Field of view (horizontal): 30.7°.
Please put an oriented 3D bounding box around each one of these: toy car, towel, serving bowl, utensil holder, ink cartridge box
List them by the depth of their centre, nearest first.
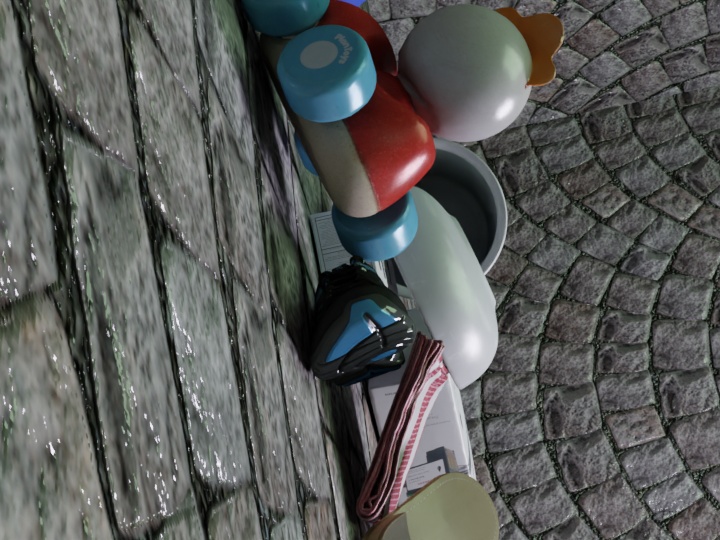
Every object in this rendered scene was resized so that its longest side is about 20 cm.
[{"bbox_3d":[0.043,-0.141,0.926,0.184,0.200,0.177,70,-5,-51],"label":"toy car"},{"bbox_3d":[0.037,0.134,1.044,0.200,0.023,0.144,66,44,-76],"label":"towel"},{"bbox_3d":[0.075,0.005,1.186,0.200,0.066,0.200,-25,90,-88],"label":"serving bowl"},{"bbox_3d":[0.065,0.159,1.341,0.146,0.084,0.200,-91,168,-63],"label":"ink cartridge box"},{"bbox_3d":[0.072,-0.048,1.457,0.200,0.170,0.170,56,23,-86],"label":"utensil holder"}]

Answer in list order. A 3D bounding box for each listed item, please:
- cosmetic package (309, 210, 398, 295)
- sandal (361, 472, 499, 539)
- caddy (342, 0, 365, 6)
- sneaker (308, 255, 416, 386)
[{"bbox_3d":[0.000,0.000,1.146,0.200,0.051,0.083,42,38,-82],"label":"cosmetic package"},{"bbox_3d":[0.035,0.211,1.030,0.212,0.070,0.078,-7,79,-63],"label":"sandal"},{"bbox_3d":[-0.035,-0.278,1.085,0.141,0.105,0.200,55,10,-11],"label":"caddy"},{"bbox_3d":[-0.009,0.031,0.913,0.200,0.073,0.082,102,-30,-79],"label":"sneaker"}]
